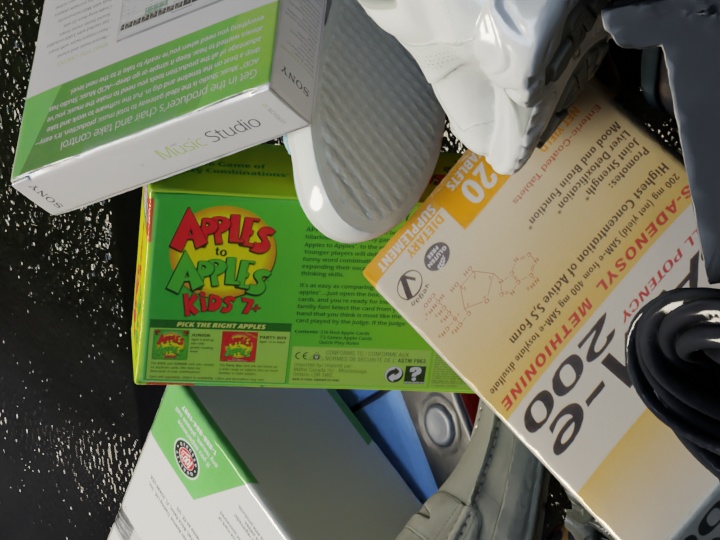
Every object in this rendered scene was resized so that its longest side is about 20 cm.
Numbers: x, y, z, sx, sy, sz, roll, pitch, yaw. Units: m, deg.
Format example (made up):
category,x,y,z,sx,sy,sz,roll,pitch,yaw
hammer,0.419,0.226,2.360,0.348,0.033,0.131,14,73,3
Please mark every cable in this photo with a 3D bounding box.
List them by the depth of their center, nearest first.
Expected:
category,x,y,z,sx,sy,sz,roll,pitch,yaw
cable,0.161,0.065,0.826,0.199,0.051,0.163,31,172,31

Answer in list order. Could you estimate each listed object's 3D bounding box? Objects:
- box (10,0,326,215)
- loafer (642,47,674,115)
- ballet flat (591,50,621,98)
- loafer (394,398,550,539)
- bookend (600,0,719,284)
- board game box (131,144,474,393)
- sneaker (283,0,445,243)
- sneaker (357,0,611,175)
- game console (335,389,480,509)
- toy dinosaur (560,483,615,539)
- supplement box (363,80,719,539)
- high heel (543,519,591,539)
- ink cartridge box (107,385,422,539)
category,x,y,z,sx,sy,sz,roll,pitch,yaw
box,-0.077,-0.131,1.103,0.144,0.036,0.201,-17,50,32
loafer,0.165,-0.130,0.954,0.063,0.072,0.201,38,131,25
ballet flat,0.084,-0.164,1.072,0.063,0.069,0.201,3,113,22
loafer,0.045,0.134,1.166,0.070,0.069,0.201,112,171,-74
bookend,0.202,-0.017,0.860,0.197,0.092,0.201,-11,99,13
board game box,0.000,0.000,1.128,0.048,0.199,0.102,-103,17,-58
sneaker,-0.013,-0.084,1.109,0.082,0.074,0.201,-41,35,42
sneaker,0.042,-0.100,0.934,0.099,0.078,0.200,34,170,8
game console,-0.004,0.077,1.301,0.200,0.031,0.178,-33,79,52
toy dinosaur,0.162,0.106,1.058,0.135,0.102,0.201,20,100,27
supplement box,0.109,0.020,1.003,0.126,0.073,0.200,-50,51,7
high heel,0.125,0.215,1.157,0.201,0.071,0.143,64,150,25
ink cartridge box,-0.056,0.159,1.309,0.146,0.084,0.201,52,139,26
